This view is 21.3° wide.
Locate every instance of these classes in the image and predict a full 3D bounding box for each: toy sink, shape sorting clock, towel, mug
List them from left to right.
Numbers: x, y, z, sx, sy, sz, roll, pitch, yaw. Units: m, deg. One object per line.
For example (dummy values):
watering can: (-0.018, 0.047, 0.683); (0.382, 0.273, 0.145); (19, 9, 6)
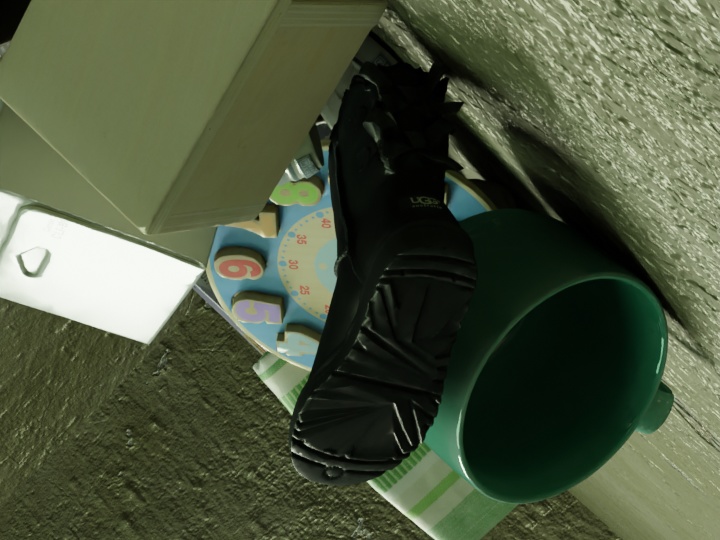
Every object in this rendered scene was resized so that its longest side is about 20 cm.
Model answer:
toy sink: (-0.076, -0.138, 0.989); (0.130, 0.200, 0.112); (41, -155, 21)
shape sorting clock: (0.000, 0.000, 1.193); (0.200, 0.200, 0.039); (46, -149, -31)
towel: (0.046, 0.082, 1.283); (0.200, 0.153, 0.023); (41, -164, -14)
mug: (0.090, 0.052, 1.121); (0.114, 0.152, 0.185); (41, 162, 44)

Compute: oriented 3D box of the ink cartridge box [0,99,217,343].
ink cartridge box: (-0.152, -0.083, 1.172); (0.144, 0.200, 0.145); (21, 153, -12)

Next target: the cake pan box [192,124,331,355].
cake pan box: (-0.059, -0.061, 1.322); (0.200, 0.184, 0.052); (45, 172, 1)

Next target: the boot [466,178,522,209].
boot: (0.085, -0.005, 1.293); (0.186, 0.064, 0.200); (19, 162, 50)

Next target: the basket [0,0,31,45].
basket: (-0.261, -0.266, 1.237); (0.136, 0.180, 0.200); (2, -117, -59)

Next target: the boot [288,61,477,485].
boot: (0.006, -0.003, 1.039); (0.073, 0.199, 0.163); (9, -140, -17)

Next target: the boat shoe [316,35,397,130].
boat shoe: (-0.035, -0.124, 1.212); (0.071, 0.070, 0.200); (46, 176, -30)

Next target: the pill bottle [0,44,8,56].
pill bottle: (-0.312, -0.267, 1.656); (0.114, 0.200, 0.114); (43, 176, 4)

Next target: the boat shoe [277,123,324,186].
boat shoe: (-0.082, -0.136, 1.096); (0.070, 0.071, 0.201); (61, -171, -69)
